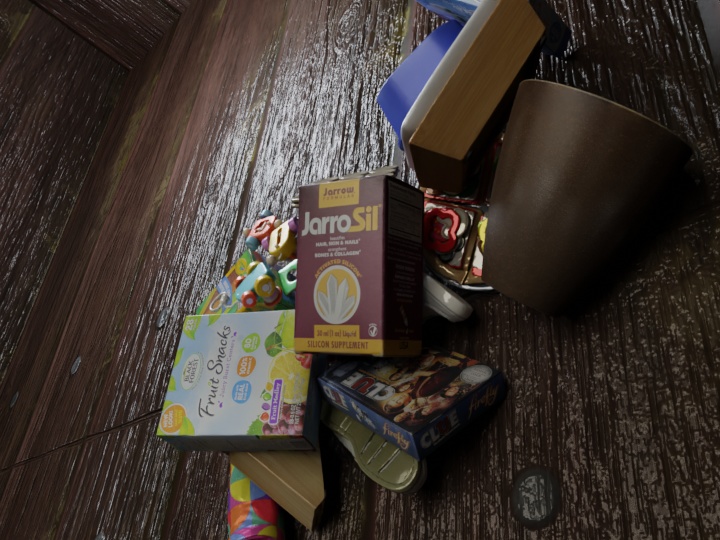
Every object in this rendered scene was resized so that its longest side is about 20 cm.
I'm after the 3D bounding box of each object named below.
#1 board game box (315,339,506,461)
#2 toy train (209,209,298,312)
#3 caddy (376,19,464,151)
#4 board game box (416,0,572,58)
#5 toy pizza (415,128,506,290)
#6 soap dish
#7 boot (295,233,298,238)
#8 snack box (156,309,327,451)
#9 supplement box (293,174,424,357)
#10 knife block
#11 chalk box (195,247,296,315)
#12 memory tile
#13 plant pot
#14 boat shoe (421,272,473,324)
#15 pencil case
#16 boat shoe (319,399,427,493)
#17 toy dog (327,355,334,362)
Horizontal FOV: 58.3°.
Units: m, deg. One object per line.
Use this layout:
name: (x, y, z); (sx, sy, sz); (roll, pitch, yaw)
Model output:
board game box: (0.053, 0.135, 0.759); (0.134, 0.035, 0.198); (-29, 24, -27)
toy train: (-0.148, -0.010, 0.995); (0.148, 0.056, 0.203); (-15, 44, 43)
caddy: (0.122, -0.260, 0.945); (0.199, 0.141, 0.106); (-42, 75, 23)
board game box: (0.160, -0.348, 0.849); (0.198, 0.198, 0.044); (30, 107, 26)
toy pizza: (0.148, -0.078, 0.793); (0.196, 0.032, 0.206); (-5, 80, 28)
soap dish: (0.129, -0.191, 0.731); (0.080, 0.157, 0.202); (32, 87, 12)
boot: (-0.005, -0.070, 0.938); (0.166, 0.065, 0.200); (-50, 31, 0)
snack box: (-0.147, 0.143, 0.839); (0.195, 0.068, 0.172); (-5, 56, 15)
supplement box: (0.000, 0.000, 0.777); (0.128, 0.102, 0.205); (-3, 83, 32)
knife block: (-0.141, 0.244, 0.866); (0.203, 0.171, 0.065); (-102, 15, -44)
chalk box: (-0.165, 0.060, 1.077); (0.200, 0.123, 0.125); (-48, 36, 15)
memory tile: (-0.018, -0.126, 0.962); (0.150, 0.017, 0.200); (-10, 15, 10)
plant pot: (0.209, -0.063, 0.676); (0.187, 0.184, 0.204); (38, 107, 55)
boat shoe: (0.071, 0.037, 0.843); (0.069, 0.071, 0.199); (-59, 35, 0)
pencil case: (-0.148, 0.306, 0.909); (0.088, 0.088, 0.203); (-38, 39, 27)
boat shoe: (0.023, 0.207, 0.779); (0.075, 0.069, 0.199); (-47, 33, -7)
toy dog: (-0.101, 0.111, 0.954); (0.199, 0.131, 0.098); (-35, 44, 31)
